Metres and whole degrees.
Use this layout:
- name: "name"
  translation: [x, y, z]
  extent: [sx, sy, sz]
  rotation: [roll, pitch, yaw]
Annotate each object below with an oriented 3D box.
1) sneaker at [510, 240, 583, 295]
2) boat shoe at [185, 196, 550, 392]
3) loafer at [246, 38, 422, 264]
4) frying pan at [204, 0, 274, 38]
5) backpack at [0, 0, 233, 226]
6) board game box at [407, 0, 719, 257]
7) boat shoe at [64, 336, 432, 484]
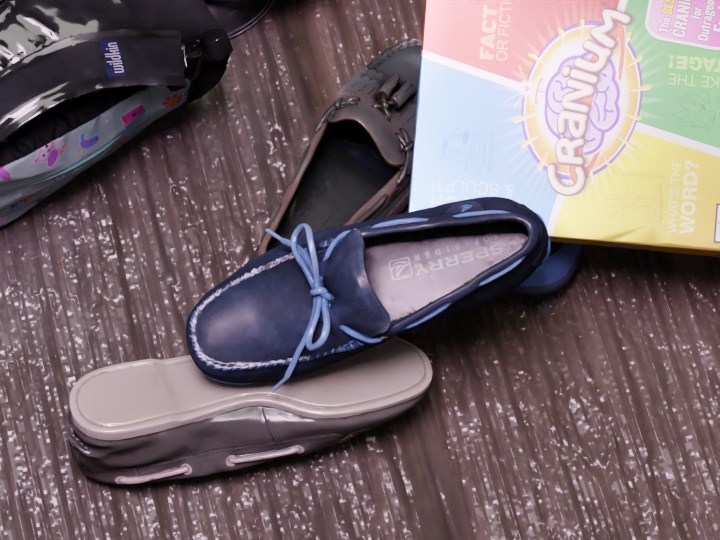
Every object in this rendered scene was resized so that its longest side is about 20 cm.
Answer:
- name: "sneaker"
  translation: [0.099, -0.084, 1.547]
  extent: [0.073, 0.082, 0.201]
  rotation: [7, 66, 1]
- name: "boat shoe"
  translation: [0.000, 0.000, 1.434]
  extent: [0.199, 0.069, 0.085]
  rotation: [-25, 84, -1]
- name: "loafer"
  translation: [-0.002, -0.056, 1.540]
  extent: [0.072, 0.063, 0.201]
  rotation: [25, 65, 11]
- name: "frying pan"
  translation: [-0.129, -0.211, 1.640]
  extent: [0.190, 0.031, 0.115]
  rotation: [42, 68, 15]
- name: "backpack"
  translation: [-0.191, -0.109, 1.526]
  extent: [0.200, 0.127, 0.167]
  rotation: [-36, 72, -20]
- name: "board game box"
  translation: [0.129, -0.089, 1.493]
  extent: [0.199, 0.040, 0.154]
  rotation: [4, 86, 2]
- name: "boat shoe"
  translation: [-0.061, 0.074, 1.483]
  extent: [0.199, 0.057, 0.067]
  rotation: [-7, 50, -10]
